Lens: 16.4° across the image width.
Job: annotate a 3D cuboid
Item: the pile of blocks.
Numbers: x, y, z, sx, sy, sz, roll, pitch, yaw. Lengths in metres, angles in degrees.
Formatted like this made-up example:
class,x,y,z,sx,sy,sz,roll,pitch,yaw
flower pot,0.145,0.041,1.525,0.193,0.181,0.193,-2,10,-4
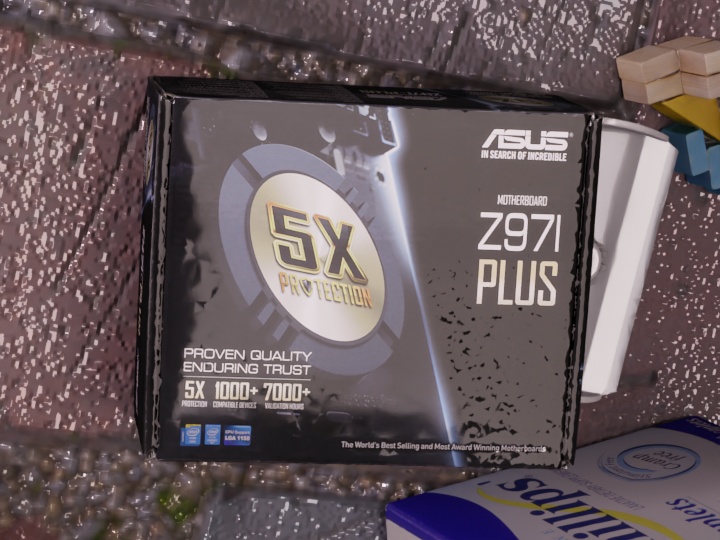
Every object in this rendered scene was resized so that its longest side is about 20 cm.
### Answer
class,x,y,z,sx,sy,sz,roll,pitch,yaw
pile of blocks,0.218,-0.057,1.295,0.199,0.062,0.083,23,89,-30

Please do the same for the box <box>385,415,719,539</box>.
class,x,y,z,sx,sy,sz,roll,pitch,yaw
box,0.142,0.163,1.228,0.199,0.184,0.106,-14,108,-26

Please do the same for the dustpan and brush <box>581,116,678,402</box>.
class,x,y,z,sx,sy,sz,roll,pitch,yaw
dustpan and brush,0.047,-0.020,1.207,0.199,0.057,0.140,14,96,-4

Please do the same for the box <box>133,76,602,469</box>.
class,x,y,z,sx,sy,sz,roll,pitch,yaw
box,0.000,0.000,1.139,0.199,0.086,0.165,3,100,-9
